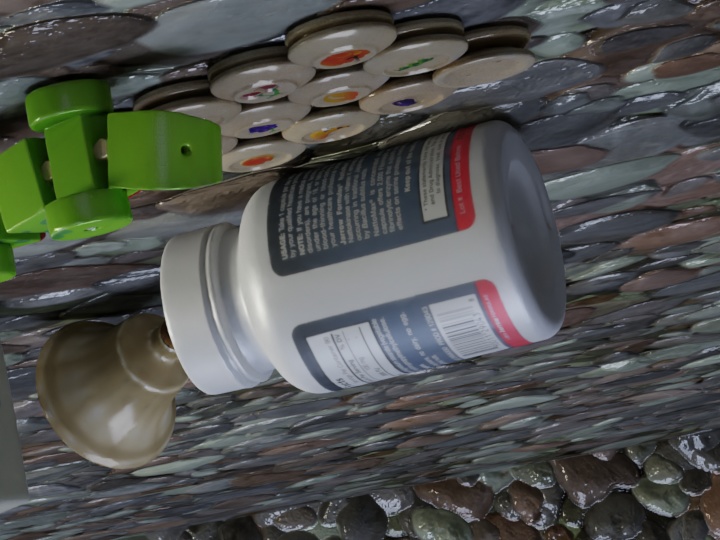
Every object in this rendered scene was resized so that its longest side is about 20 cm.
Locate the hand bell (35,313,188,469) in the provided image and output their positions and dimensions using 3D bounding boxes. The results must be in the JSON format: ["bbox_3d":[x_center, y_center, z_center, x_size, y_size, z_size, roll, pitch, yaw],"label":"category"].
[{"bbox_3d":[-0.109,0.035,1.695,0.104,0.105,0.200,-3,155,-40],"label":"hand bell"}]

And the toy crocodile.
[{"bbox_3d":[-0.147,-0.037,1.240,0.199,0.068,0.062,-20,168,38],"label":"toy crocodile"}]

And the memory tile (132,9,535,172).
[{"bbox_3d":[-0.029,-0.080,1.282,0.199,0.017,0.153,-20,167,38],"label":"memory tile"}]

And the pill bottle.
[{"bbox_3d":[0.000,0.000,1.463,0.199,0.121,0.119,-14,170,17],"label":"pill bottle"}]

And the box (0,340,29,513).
[{"bbox_3d":[-0.310,0.093,1.599,0.109,0.129,0.199,-21,167,39],"label":"box"}]
